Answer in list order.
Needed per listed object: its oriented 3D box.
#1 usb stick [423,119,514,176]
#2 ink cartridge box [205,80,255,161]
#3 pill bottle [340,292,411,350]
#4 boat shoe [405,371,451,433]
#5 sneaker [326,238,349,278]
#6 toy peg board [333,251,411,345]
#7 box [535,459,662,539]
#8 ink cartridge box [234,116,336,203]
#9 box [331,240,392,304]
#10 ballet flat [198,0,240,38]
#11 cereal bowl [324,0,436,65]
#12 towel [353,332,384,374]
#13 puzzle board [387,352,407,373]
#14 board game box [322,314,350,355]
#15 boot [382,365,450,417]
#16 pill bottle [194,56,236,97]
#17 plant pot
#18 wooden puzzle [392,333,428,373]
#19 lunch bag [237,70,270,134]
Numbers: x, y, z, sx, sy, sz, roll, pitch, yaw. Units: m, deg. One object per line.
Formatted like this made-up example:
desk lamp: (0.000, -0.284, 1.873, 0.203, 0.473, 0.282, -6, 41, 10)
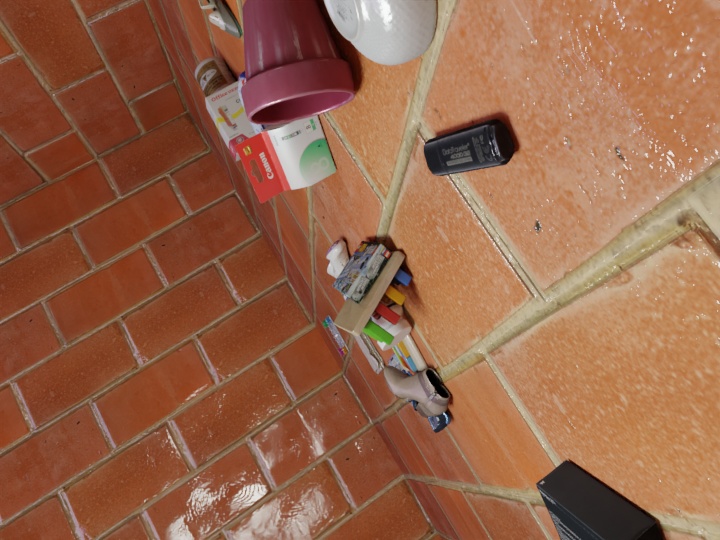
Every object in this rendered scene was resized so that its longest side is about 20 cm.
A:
usb stick: (0.135, -0.157, 0.751, 0.057, 0.032, 0.199, 70, 166, -11)
ink cartridge box: (-0.378, -0.472, 1.803, 0.203, 0.143, 0.083, 60, 166, 0)
pill bottle: (0.040, 0.094, 1.474, 0.202, 0.114, 0.116, 56, 167, 20)
boat shoe: (0.171, 0.368, 1.620, 0.084, 0.069, 0.200, 39, -174, -42)
sneaker: (-0.049, -0.025, 1.710, 0.099, 0.075, 0.201, 37, 161, 13)
toy peg board: (0.046, 0.070, 1.320, 0.097, 0.202, 0.200, 33, 172, -13)
box: (0.387, 0.419, 0.915, 0.143, 0.078, 0.199, 61, 168, -17)
ink cartridge box: (-0.167, -0.259, 1.325, 0.050, 0.197, 0.163, 42, 159, 49)
box: (0.000, 0.000, 1.345, 0.039, 0.139, 0.200, 34, 177, -12)
ballet flat: (-0.390, -0.700, 1.540, 0.203, 0.063, 0.067, 60, 167, 1)
cereal bowl: (0.007, -0.351, 0.716, 0.202, 0.082, 0.201, 54, 165, 21)
towel: (0.024, 0.288, 2.138, 0.203, 0.034, 0.133, 58, 166, 12)
puzzle board: (0.137, 0.347, 1.868, 0.153, 0.017, 0.201, 58, 166, 13)
board game box: (-0.122, 0.320, 2.794, 0.203, 0.025, 0.200, 59, 167, 5)
boot: (0.153, 0.301, 1.528, 0.200, 0.070, 0.147, 43, 142, 13)
pill bottle: (-0.459, -0.598, 1.915, 0.202, 0.113, 0.115, 57, 167, 12)
plant pot: (-0.119, -0.365, 0.976, 0.200, 0.195, 0.184, -174, 69, -74)
wooden puzzle: (0.114, 0.214, 1.624, 0.188, 0.037, 0.200, 61, 167, -2)
lunch bag: (-0.220, -0.393, 1.419, 0.202, 0.123, 0.170, 59, 170, -32)
